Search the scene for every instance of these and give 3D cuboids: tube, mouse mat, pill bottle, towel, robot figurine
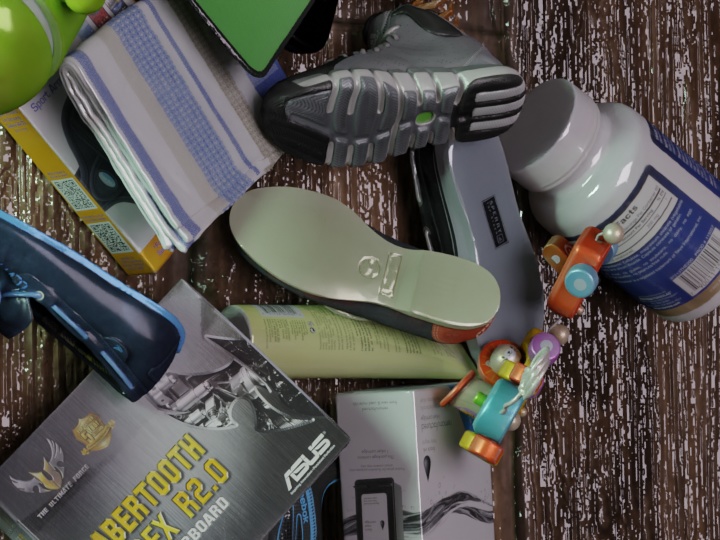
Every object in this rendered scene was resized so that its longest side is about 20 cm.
[{"bbox_3d":[-0.008,0.052,1.809,0.199,0.052,0.059,0,84,-36],"label":"tube"},{"bbox_3d":[-0.082,-0.240,1.740,0.161,0.008,0.200,50,39,-18],"label":"mouse mat"},{"bbox_3d":[0.197,-0.055,1.929,0.200,0.111,0.112,36,68,-29],"label":"pill bottle"},{"bbox_3d":[-0.114,-0.113,1.701,0.147,0.024,0.200,58,36,-11],"label":"towel"},{"bbox_3d":[-0.226,-0.177,1.598,0.116,0.174,0.201,56,41,-34],"label":"robot figurine"}]

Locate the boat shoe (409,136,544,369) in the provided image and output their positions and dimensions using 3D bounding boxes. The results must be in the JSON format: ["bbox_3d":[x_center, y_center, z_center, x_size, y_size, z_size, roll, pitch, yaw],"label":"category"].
[{"bbox_3d":[0.076,-0.015,1.865,0.073,0.068,0.201,-29,110,-34],"label":"boat shoe"}]

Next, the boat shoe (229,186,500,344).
[{"bbox_3d":[0.000,0.000,1.792,0.199,0.063,0.072,19,74,-5],"label":"boat shoe"}]

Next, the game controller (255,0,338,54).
[{"bbox_3d":[-0.089,-0.234,1.758,0.200,0.042,0.105,41,31,-27],"label":"game controller"}]

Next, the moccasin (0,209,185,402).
[{"bbox_3d":[-0.207,0.015,1.626,0.199,0.080,0.068,30,80,-6],"label":"moccasin"}]

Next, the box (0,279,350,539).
[{"bbox_3d":[-0.128,0.130,1.679,0.158,0.048,0.200,44,66,0],"label":"box"}]

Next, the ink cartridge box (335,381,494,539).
[{"bbox_3d":[0.042,0.182,1.807,0.116,0.067,0.202,-3,89,-61],"label":"ink cartridge box"}]

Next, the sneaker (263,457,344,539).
[{"bbox_3d":[-0.064,0.201,1.749,0.082,0.073,0.201,28,73,-33],"label":"sneaker"}]

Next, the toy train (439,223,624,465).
[{"bbox_3d":[0.114,0.046,1.784,0.055,0.151,0.200,29,35,6],"label":"toy train"}]

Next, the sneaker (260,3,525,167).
[{"bbox_3d":[0.007,-0.135,1.792,0.199,0.116,0.075,-4,130,-27],"label":"sneaker"}]

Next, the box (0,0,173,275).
[{"bbox_3d":[-0.170,-0.109,1.709,0.119,0.041,0.200,-51,118,-26],"label":"box"}]

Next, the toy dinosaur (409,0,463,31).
[{"bbox_3d":[0.055,-0.256,1.867,0.135,0.102,0.201,-11,112,-21],"label":"toy dinosaur"}]
